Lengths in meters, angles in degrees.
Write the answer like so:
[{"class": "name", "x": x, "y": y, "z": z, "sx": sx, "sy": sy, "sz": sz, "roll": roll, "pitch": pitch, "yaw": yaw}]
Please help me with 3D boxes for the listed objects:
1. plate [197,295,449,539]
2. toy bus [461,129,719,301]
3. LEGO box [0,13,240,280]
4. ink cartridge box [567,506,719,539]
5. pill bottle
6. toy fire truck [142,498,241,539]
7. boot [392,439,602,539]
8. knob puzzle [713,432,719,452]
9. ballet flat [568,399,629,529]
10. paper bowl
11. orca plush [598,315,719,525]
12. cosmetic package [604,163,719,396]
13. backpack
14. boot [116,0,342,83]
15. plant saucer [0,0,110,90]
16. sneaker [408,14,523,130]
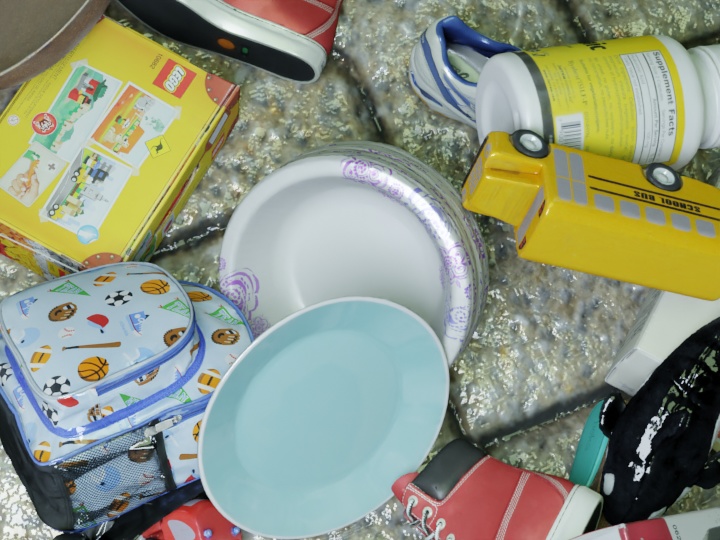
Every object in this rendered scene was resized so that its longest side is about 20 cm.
[{"class": "plate", "x": -0.028, "y": 0.103, "z": 1.160, "sx": 0.200, "sy": 0.200, "sz": 0.026, "roll": -29, "pitch": 37, "yaw": -14}, {"class": "toy bus", "x": 0.178, "y": -0.040, "z": 1.189, "sx": 0.200, "sy": 0.065, "sz": 0.078, "roll": 12, "pitch": 46, "yaw": -13}, {"class": "LEGO box", "x": -0.210, "y": -0.091, "z": 1.294, "sx": 0.149, "sy": 0.077, "sz": 0.200, "roll": 29, "pitch": 70, "yaw": 5}, {"class": "ink cartridge box", "x": 0.234, "y": 0.242, "z": 1.120, "sx": 0.200, "sy": 0.083, "sz": 0.147, "roll": -1, "pitch": 69, "yaw": -44}, {"class": "pill bottle", "x": 0.200, "y": -0.126, "z": 1.270, "sx": 0.200, "sy": 0.111, "sz": 0.111, "roll": -8, "pitch": 72, "yaw": -16}, {"class": "toy fire truck", "x": -0.078, "y": 0.250, "z": 1.158, "sx": 0.049, "sy": 0.141, "sz": 0.200, "roll": 6, "pitch": 62, "yaw": -51}, {"class": "boot", "x": 0.069, "y": 0.220, "z": 1.157, "sx": 0.144, "sy": 0.072, "sz": 0.200, "roll": 20, "pitch": 59, "yaw": 18}, {"class": "knob puzzle", "x": 0.336, "y": 0.076, "z": 1.240, "sx": 0.030, "sy": 0.220, "sz": 0.220, "roll": 36, "pitch": 69, "yaw": -22}, {"class": "ballet flat", "x": 0.178, "y": 0.195, "z": 1.247, "sx": 0.072, "sy": 0.068, "sz": 0.200, "roll": 36, "pitch": 66, "yaw": -14}, {"class": "paper bowl", "x": 0.000, "y": 0.000, "z": 1.240, "sx": 0.200, "sy": 0.104, "sz": 0.201, "roll": 5, "pitch": 108, "yaw": 16}, {"class": "orca plush", "x": 0.245, "y": 0.109, "z": 1.178, "sx": 0.200, "sy": 0.071, "sz": 0.105, "roll": -43, "pitch": 91, "yaw": 3}, {"class": "cosmetic package", "x": 0.285, "y": 0.014, "z": 1.292, "sx": 0.087, "sy": 0.103, "sz": 0.200, "roll": 30, "pitch": 72, "yaw": 3}, {"class": "backpack", "x": -0.168, "y": 0.081, "z": 1.182, "sx": 0.190, "sy": 0.154, "sz": 0.200, "roll": -16, "pitch": 43, "yaw": -23}, {"class": "boot", "x": -0.105, "y": -0.258, "z": 1.369, "sx": 0.200, "sy": 0.072, "sz": 0.144, "roll": 21, "pitch": 70, "yaw": -6}, {"class": "plant saucer", "x": -0.267, "y": -0.216, "z": 1.306, "sx": 0.200, "sy": 0.034, "sz": 0.200, "roll": -22, "pitch": 44, "yaw": 22}, {"class": "sneaker", "x": 0.129, "y": -0.137, "z": 1.338, "sx": 0.200, "sy": 0.088, "sz": 0.075, "roll": 30, "pitch": 69, "yaw": 4}]
